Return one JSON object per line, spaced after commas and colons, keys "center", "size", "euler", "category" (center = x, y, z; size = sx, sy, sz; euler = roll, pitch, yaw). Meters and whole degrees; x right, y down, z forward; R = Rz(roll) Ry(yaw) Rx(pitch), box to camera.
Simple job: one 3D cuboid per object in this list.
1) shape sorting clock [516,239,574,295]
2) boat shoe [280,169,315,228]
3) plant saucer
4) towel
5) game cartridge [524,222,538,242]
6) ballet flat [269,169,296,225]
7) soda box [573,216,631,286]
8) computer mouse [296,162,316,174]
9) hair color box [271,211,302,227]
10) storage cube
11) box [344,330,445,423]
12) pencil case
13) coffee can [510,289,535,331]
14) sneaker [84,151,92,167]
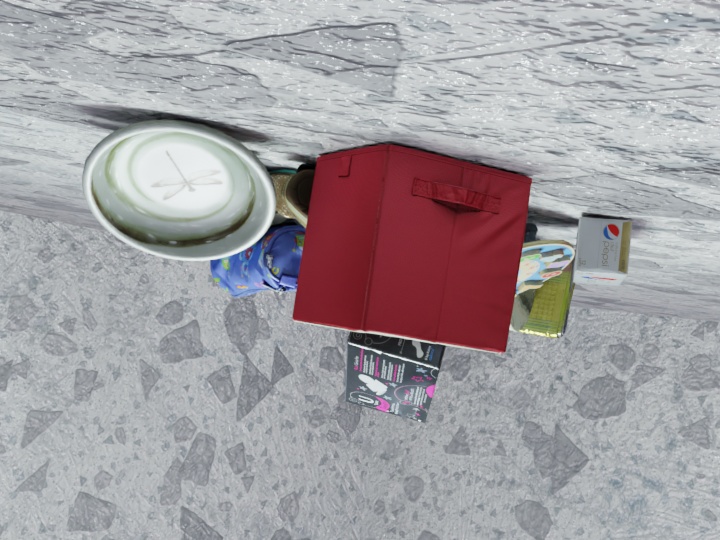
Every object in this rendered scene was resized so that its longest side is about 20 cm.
{"center": [0.181, 0.010, 1.386], "size": [0.199, 0.039, 0.200], "euler": [-12, 160, -5], "category": "shape sorting clock"}
{"center": [-0.010, -0.038, 1.229], "size": [0.200, 0.072, 0.076], "euler": [46, 162, -13], "category": "boat shoe"}
{"center": [-0.186, -0.092, 1.121], "size": [0.199, 0.050, 0.201], "euler": [1, 140, 1], "category": "plant saucer"}
{"center": [0.239, 0.023, 1.686], "size": [0.199, 0.144, 0.023], "euler": [8, 174, 26], "category": "towel"}
{"center": [0.151, 0.016, 1.473], "size": [0.133, 0.200, 0.042], "euler": [3, -140, -21], "category": "game cartridge"}
{"center": [-0.126, -0.090, 1.367], "size": [0.070, 0.066, 0.200], "euler": [13, 175, -26], "category": "ballet flat"}
{"center": [0.304, -0.021, 1.364], "size": [0.063, 0.068, 0.200], "euler": [5, 176, 11], "category": "soda box"}
{"center": [0.003, -0.096, 1.275], "size": [0.058, 0.034, 0.200], "euler": [-7, 160, 41], "category": "computer mouse"}
{"center": [-0.088, -0.052, 1.440], "size": [0.099, 0.061, 0.200], "euler": [40, 159, -25], "category": "hair color box"}
{"center": [0.049, -0.020, 1.105], "size": [0.170, 0.181, 0.200], "euler": [10, 178, -27], "category": "storage cube"}
{"center": [0.049, 0.085, 1.331], "size": [0.114, 0.133, 0.200], "euler": [15, 154, 5], "category": "box"}
{"center": [-0.125, -0.008, 1.382], "size": [0.078, 0.087, 0.200], "euler": [22, 166, -27], "category": "pencil case"}
{"center": [0.152, 0.008, 1.635], "size": [0.199, 0.147, 0.146], "euler": [7, 177, 25], "category": "coffee can"}
{"center": [-0.200, -0.115, 1.190], "size": [0.199, 0.078, 0.099], "euler": [3, 171, -21], "category": "sneaker"}
